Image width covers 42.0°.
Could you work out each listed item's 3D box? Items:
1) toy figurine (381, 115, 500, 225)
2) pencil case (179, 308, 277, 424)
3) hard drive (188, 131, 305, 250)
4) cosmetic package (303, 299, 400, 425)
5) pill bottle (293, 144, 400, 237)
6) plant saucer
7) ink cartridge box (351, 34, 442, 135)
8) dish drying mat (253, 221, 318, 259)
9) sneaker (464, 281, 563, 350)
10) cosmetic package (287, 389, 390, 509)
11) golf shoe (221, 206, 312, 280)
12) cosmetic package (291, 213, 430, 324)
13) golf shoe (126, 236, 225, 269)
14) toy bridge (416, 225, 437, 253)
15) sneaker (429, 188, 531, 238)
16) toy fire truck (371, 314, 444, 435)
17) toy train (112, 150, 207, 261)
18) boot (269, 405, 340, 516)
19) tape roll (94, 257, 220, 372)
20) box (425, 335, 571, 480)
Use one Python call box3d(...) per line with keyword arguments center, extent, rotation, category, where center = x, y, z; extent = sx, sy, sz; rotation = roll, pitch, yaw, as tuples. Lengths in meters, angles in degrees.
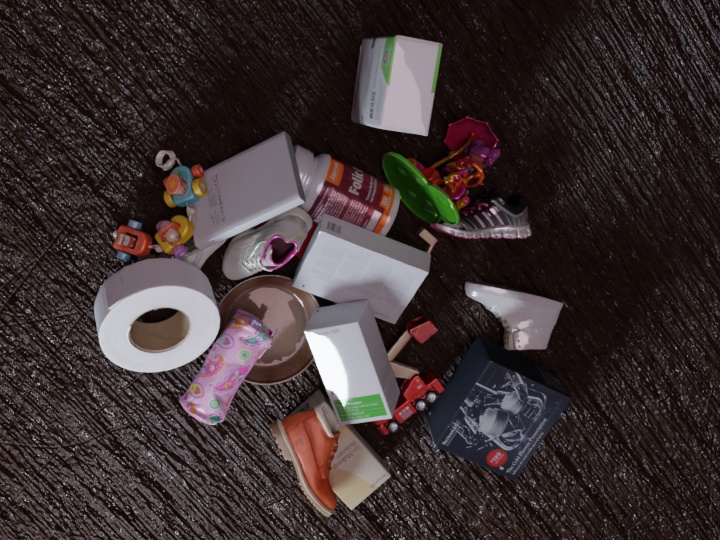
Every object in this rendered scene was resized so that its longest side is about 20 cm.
box3d(center=(0.167, -0.186, 1.614), extent=(0.184, 0.200, 0.150), rotation=(-39, 129, -14), category="toy figurine")
box3d(center=(-0.225, 0.165, 1.604), extent=(0.087, 0.087, 0.200), rotation=(32, 93, -17), category="pencil case")
box3d(center=(-0.193, -0.131, 1.539), extent=(0.199, 0.026, 0.132), rotation=(-23, 63, 17), category="hard drive")
box3d(center=(-0.012, 0.161, 1.641), extent=(0.107, 0.085, 0.201), rotation=(-12, 115, 20), category="cosmetic package")
box3d(center=(-0.042, -0.130, 1.603), extent=(0.199, 0.114, 0.115), rotation=(25, 96, -17), category="pill bottle")
box3d(center=(-0.165, 0.103, 1.666), extent=(0.199, 0.037, 0.202), rotation=(-3, 102, -13), category="plant saucer")
box3d(center=(0.055, -0.306, 1.543), extent=(0.084, 0.200, 0.146), rotation=(6, 101, -16), category="ink cartridge box")
box3d(center=(-0.092, -0.056, 1.658), extent=(0.199, 0.018, 0.077), rotation=(30, 95, -17), category="dish drying mat")
box3d(center=(0.274, 0.091, 1.741), extent=(0.199, 0.074, 0.116), rotation=(15, 95, -16), category="sneaker")
box3d(center=(-0.047, 0.329, 1.721), extent=(0.105, 0.071, 0.200), rotation=(-42, 107, 0), category="cosmetic package")
box3d(center=(-0.167, -0.031, 1.577), extent=(0.200, 0.092, 0.075), rotation=(-35, 121, 30), category="golf shoe")
box3d(center=(0.000, 0.000, 1.609), extent=(0.199, 0.052, 0.151), rotation=(21, 133, -10), category="cosmetic package")
box3d(center=(-0.303, -0.010, 1.606), extent=(0.199, 0.078, 0.097), rotation=(-31, 130, -4), category="golf shoe")
box3d(center=(0.073, 0.017, 1.704), extent=(0.067, 0.027, 0.200), rotation=(39, 93, -17), category="toy bridge")
box3d(center=(0.217, -0.105, 1.689), extent=(0.199, 0.074, 0.088), rotation=(0, 101, -16), category="sneaker")
box3d(center=(0.079, 0.193, 1.732), extent=(0.200, 0.049, 0.141), rotation=(-37, 106, -2), category="toy fire truck")
box3d(center=(-0.337, -0.100, 1.541), extent=(0.150, 0.056, 0.201), rotation=(23, 91, 24), category="toy train")
box3d(center=(-0.070, 0.334, 1.645), extent=(0.107, 0.075, 0.201), rotation=(-27, 106, -7), category="boot")
box3d(center=(-0.338, 0.076, 1.557), extent=(0.201, 0.071, 0.203), rotation=(-13, 136, -13), category="tape roll")
box3d(center=(0.252, 0.255, 1.736), extent=(0.181, 0.104, 0.201), rotation=(25, 108, -15), category="box")
